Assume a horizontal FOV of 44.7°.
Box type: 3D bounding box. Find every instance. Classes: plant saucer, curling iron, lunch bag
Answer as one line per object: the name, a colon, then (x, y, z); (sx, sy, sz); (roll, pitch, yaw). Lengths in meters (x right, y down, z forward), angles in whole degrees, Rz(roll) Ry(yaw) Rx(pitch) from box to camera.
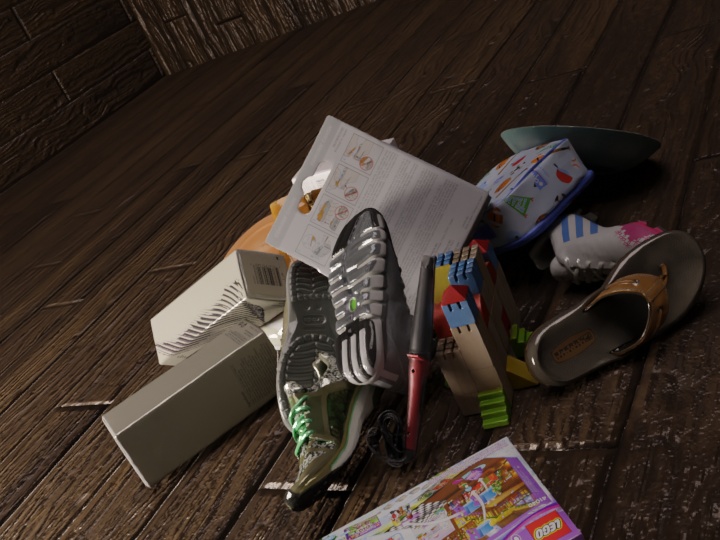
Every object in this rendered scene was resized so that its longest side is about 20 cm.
plant saucer: (-0.144, -0.020, 1.303); (0.200, 0.032, 0.201); (-30, 33, 22)
curling iron: (0.045, 0.085, 0.811); (0.049, 0.201, 0.026); (12, 4, 5)
lunch bag: (0.174, -0.074, 1.055); (0.160, 0.076, 0.200); (-45, 8, -24)
plant saucer: (0.277, -0.148, 1.114); (0.200, 0.039, 0.201); (6, 0, 0)

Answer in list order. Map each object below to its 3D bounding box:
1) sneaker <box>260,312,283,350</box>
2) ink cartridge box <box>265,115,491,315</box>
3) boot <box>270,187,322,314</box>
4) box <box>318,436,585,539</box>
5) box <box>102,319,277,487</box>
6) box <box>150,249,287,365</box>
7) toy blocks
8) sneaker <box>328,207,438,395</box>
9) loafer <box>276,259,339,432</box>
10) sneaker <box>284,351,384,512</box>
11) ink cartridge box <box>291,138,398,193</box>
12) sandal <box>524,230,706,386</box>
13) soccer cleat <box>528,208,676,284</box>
sneaker: (-0.050, 0.037, 1.086); (0.199, 0.094, 0.070); (-13, 27, 26)
ink cartridge box: (0.021, -0.055, 0.966); (0.163, 0.199, 0.057); (-63, -11, 0)
boot: (-0.094, -0.024, 1.182); (0.200, 0.145, 0.071); (-26, -11, -16)
box: (0.060, 0.223, 0.677); (0.199, 0.039, 0.137); (-28, 24, -3)
box: (-0.184, 0.147, 0.999); (0.199, 0.083, 0.068); (-34, 26, -18)
box: (-0.177, 0.051, 1.103); (0.082, 0.069, 0.200); (6, -32, -44)
toy blocks: (0.111, 0.040, 0.871); (0.099, 0.137, 0.200); (-15, 26, 22)
sneaker: (0.030, 0.039, 0.906); (0.075, 0.115, 0.201); (-27, 48, 38)
loafer: (-0.055, 0.087, 0.970); (0.075, 0.070, 0.201); (5, 64, -5)
sneaker: (-0.045, 0.149, 0.844); (0.077, 0.088, 0.200); (-59, -1, 33)
ink cartridge box: (0.011, -0.123, 1.315); (0.199, 0.117, 0.068); (-9, 30, 32)
sandal: (0.240, 0.036, 0.807); (0.199, 0.082, 0.055); (-31, -5, -5)
soccer cleat: (0.255, -0.011, 0.927); (0.086, 0.070, 0.200); (-40, 21, -9)
